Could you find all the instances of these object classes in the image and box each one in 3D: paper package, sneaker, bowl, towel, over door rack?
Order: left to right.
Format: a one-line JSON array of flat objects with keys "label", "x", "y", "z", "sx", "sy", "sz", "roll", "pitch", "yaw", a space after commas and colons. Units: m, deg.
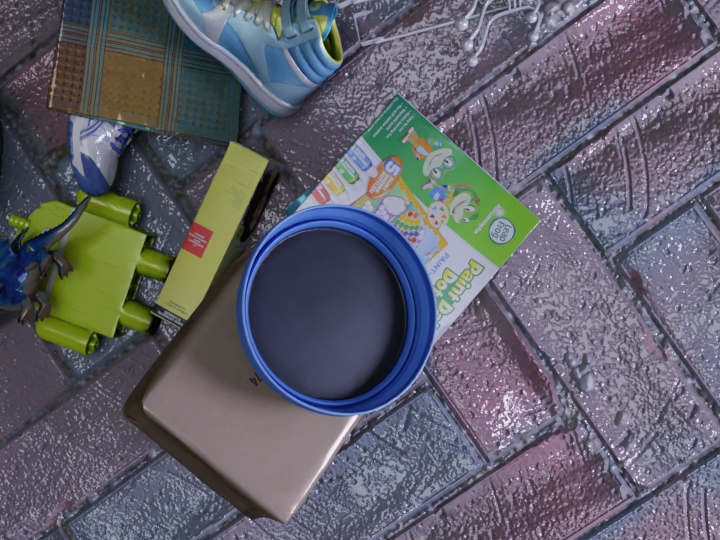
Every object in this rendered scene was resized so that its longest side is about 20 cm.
[{"label": "sneaker", "x": -0.258, "y": -0.177, "z": 1.162, "sx": 0.088, "sy": 0.075, "sz": 0.201, "roll": 5, "pitch": 84, "yaw": 5}, {"label": "towel", "x": -0.218, "y": -0.219, "z": 1.139, "sx": 0.199, "sy": 0.022, "sz": 0.147, "roll": 9, "pitch": 88, "yaw": -18}, {"label": "paper package", "x": -0.099, "y": 0.114, "z": 1.068, "sx": 0.191, "sy": 0.103, "sz": 0.200, "roll": 41, "pitch": 67, "yaw": -11}, {"label": "sneaker", "x": -0.098, "y": -0.260, "z": 1.094, "sx": 0.130, "sy": 0.080, "sz": 0.200, "roll": -31, "pitch": 120, "yaw": 34}, {"label": "bowl", "x": -0.024, "y": 0.038, "z": 1.029, "sx": 0.200, "sy": 0.039, "sz": 0.201, "roll": 5, "pitch": 79, "yaw": -24}, {"label": "over door rack", "x": 0.078, "y": -0.249, "z": 1.072, "sx": 0.199, "sy": 0.148, "sz": 0.067, "roll": -1, "pitch": 86, "yaw": 10}]

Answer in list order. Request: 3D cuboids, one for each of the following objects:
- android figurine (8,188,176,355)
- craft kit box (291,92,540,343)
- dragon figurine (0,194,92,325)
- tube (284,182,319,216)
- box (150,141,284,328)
[{"label": "android figurine", "x": -0.307, "y": -0.004, "z": 1.201, "sx": 0.199, "sy": 0.041, "sz": 0.183, "roll": 22, "pitch": 95, "yaw": 7}, {"label": "craft kit box", "x": 0.045, "y": -0.041, "z": 1.106, "sx": 0.197, "sy": 0.049, "sz": 0.200, "roll": 41, "pitch": 89, "yaw": -5}, {"label": "dragon figurine", "x": -0.366, "y": -0.010, "z": 1.157, "sx": 0.099, "sy": 0.059, "sz": 0.200, "roll": 33, "pitch": 107, "yaw": 14}, {"label": "tube", "x": 0.000, "y": 0.000, "z": 1.144, "sx": 0.077, "sy": 0.050, "sz": 0.200, "roll": -38, "pitch": 88, "yaw": 11}, {"label": "box", "x": -0.151, "y": -0.035, "z": 1.155, "sx": 0.050, "sy": 0.075, "sz": 0.200, "roll": 28, "pitch": 97, "yaw": 9}]
